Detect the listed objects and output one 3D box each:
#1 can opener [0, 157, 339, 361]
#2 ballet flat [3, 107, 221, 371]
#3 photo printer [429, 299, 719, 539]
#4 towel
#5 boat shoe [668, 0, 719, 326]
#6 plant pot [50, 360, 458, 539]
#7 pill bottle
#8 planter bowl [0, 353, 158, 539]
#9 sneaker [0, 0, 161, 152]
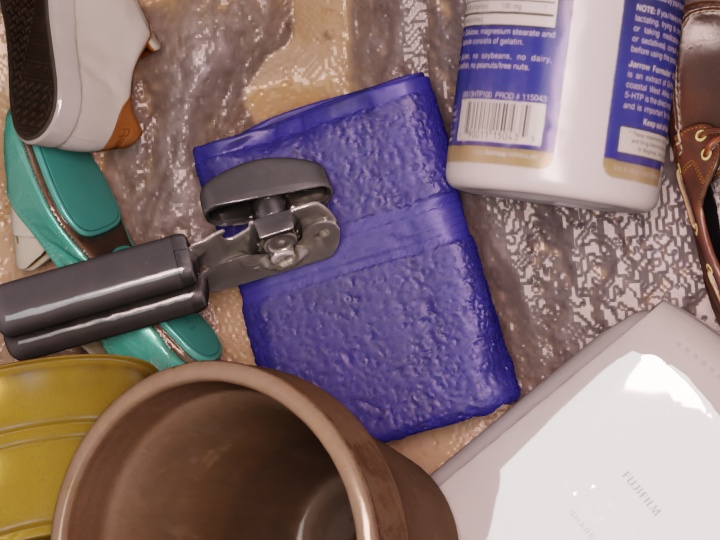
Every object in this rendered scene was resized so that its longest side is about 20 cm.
[{"bbox_3d":[-0.109,-0.009,1.386,0.200,0.053,0.067,-16,56,-1],"label":"can opener"},{"bbox_3d":[-0.162,-0.005,1.438,0.070,0.067,0.200,-38,83,24],"label":"ballet flat"},{"bbox_3d":[0.152,0.128,1.388,0.200,0.069,0.166,-40,86,8],"label":"photo printer"},{"bbox_3d":[0.000,0.000,1.424,0.148,0.050,0.200,-17,89,15],"label":"towel"},{"bbox_3d":[0.212,-0.055,1.377,0.070,0.070,0.200,-14,88,9],"label":"boat shoe"},{"bbox_3d":[-0.035,0.148,1.316,0.200,0.175,0.201,-2,85,32],"label":"plant pot"},{"bbox_3d":[0.117,-0.137,1.362,0.120,0.120,0.200,8,89,8],"label":"pill bottle"},{"bbox_3d":[-0.196,0.120,1.360,0.200,0.200,0.084,-20,73,8],"label":"planter bowl"},{"bbox_3d":[-0.162,-0.161,1.442,0.073,0.085,0.200,-18,69,47],"label":"sneaker"}]
